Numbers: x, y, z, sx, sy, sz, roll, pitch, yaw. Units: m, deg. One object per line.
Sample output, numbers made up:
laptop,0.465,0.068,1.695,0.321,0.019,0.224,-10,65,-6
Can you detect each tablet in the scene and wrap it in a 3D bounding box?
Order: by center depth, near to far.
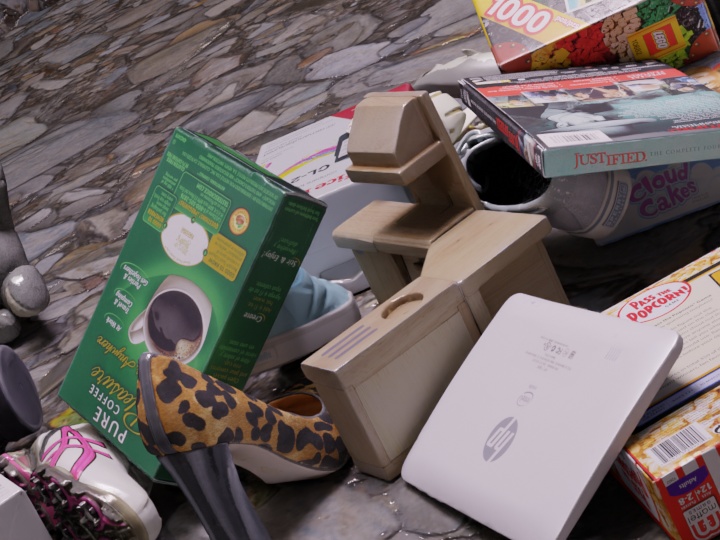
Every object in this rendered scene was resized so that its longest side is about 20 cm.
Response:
tablet,0.091,0.076,0.969,0.130,0.014,0.200,-57,19,-7

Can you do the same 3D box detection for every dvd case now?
dvd case,0.156,-0.100,1.148,0.145,0.022,0.200,-7,18,-10

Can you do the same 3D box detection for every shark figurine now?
shark figurine,0.109,-0.143,1.513,0.213,0.090,0.128,-6,-6,29

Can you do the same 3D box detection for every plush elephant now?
plush elephant,-0.382,0.006,1.638,0.154,0.165,0.200,-18,-12,-17

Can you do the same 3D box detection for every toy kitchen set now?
toy kitchen set,0.000,0.000,1.151,0.180,0.164,0.200,-36,21,-24

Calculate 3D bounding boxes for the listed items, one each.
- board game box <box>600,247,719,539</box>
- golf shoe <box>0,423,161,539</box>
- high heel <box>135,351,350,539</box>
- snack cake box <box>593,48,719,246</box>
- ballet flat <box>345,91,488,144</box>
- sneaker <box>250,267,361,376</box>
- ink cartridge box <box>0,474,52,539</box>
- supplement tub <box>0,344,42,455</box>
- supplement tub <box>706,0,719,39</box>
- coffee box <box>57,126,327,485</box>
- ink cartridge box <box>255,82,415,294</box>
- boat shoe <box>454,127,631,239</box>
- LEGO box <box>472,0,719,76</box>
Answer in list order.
board game box,0.189,0.055,0.948,0.151,0.046,0.200,-28,20,-3
golf shoe,-0.168,0.132,1.167,0.092,0.073,0.200,-34,21,-21
high heel,-0.066,0.071,1.086,0.071,0.143,0.200,-16,22,25
snack cake box,0.243,-0.099,1.237,0.199,0.067,0.115,-21,22,17
ballet flat,0.061,-0.098,1.324,0.064,0.076,0.200,-53,-27,16
sneaker,-0.051,0.016,1.248,0.074,0.082,0.200,-17,4,11
ink cartridge box,-0.288,0.182,1.200,0.115,0.068,0.200,-34,21,-21
supplement tub,-0.342,0.126,1.352,0.199,0.107,0.107,-24,20,8
supplement tub,0.221,-0.186,1.400,0.199,0.123,0.123,-28,20,-5
coffee box,-0.110,0.022,1.147,0.123,0.044,0.201,30,99,42
ink cartridge box,-0.011,-0.058,1.431,0.145,0.083,0.200,-22,20,13
boat shoe,0.099,-0.068,1.192,0.201,0.071,0.070,22,91,63
LEGO box,0.155,-0.215,1.312,0.148,0.077,0.201,-24,46,9
